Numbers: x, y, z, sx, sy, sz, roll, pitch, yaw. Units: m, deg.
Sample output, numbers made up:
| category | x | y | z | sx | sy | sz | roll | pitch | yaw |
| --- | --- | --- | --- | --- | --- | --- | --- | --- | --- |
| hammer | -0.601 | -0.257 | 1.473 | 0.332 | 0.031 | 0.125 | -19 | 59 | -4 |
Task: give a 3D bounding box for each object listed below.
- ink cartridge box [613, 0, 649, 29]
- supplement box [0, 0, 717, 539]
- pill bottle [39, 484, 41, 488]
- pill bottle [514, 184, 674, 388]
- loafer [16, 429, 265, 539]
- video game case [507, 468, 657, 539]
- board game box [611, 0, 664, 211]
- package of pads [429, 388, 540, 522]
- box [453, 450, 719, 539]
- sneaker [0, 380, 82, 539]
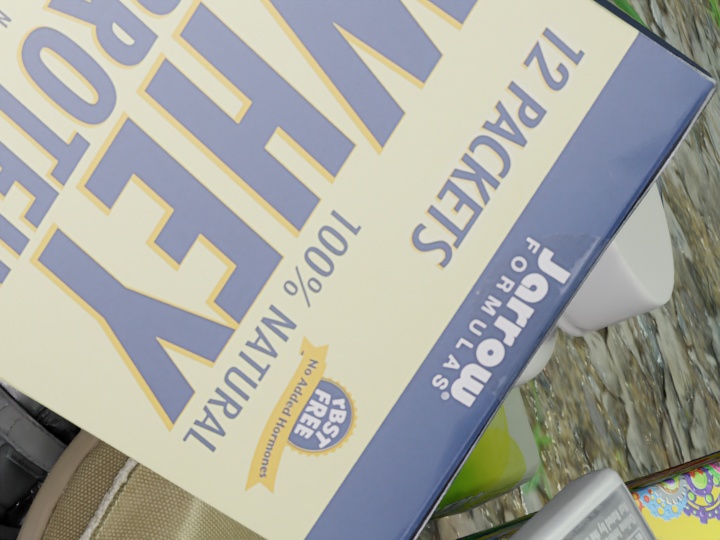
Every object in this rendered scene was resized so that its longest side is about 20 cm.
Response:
| category | x | y | z | sx | sy | sz | roll | pitch | yaw |
| --- | --- | --- | --- | --- | --- | --- | --- | --- | --- |
| ink cartridge box | 0.017 | -0.148 | 1.181 | 0.200 | 0.084 | 0.146 | 43 | 3 | 32 |
| supplement box | -0.050 | -0.056 | 0.637 | 0.199 | 0.135 | 0.200 | 31 | 8 | -12 |
| pill bottle | -0.050 | 0.140 | 0.796 | 0.113 | 0.113 | 0.201 | 48 | 29 | -46 |
| pill bottle | 0.000 | 0.000 | 0.940 | 0.114 | 0.199 | 0.114 | 54 | 24 | -38 |
| loafer | -0.062 | 0.110 | 0.695 | 0.076 | 0.067 | 0.201 | 44 | 65 | -35 |
| video game case | 0.061 | 0.179 | 0.760 | 0.200 | 0.023 | 0.182 | -36 | 98 | -46 |
| board game box | 0.012 | -0.094 | 0.973 | 0.062 | 0.199 | 0.201 | -87 | 175 | -50 |
| package of pads | 0.000 | 0.010 | 1.135 | 0.154 | 0.068 | 0.201 | -2 | 73 | -69 |
| box | 0.095 | 0.140 | 0.960 | 0.192 | 0.200 | 0.123 | -15 | 84 | -41 |
| sneaker | -0.108 | 0.067 | 0.734 | 0.071 | 0.099 | 0.201 | 42 | 35 | -57 |
